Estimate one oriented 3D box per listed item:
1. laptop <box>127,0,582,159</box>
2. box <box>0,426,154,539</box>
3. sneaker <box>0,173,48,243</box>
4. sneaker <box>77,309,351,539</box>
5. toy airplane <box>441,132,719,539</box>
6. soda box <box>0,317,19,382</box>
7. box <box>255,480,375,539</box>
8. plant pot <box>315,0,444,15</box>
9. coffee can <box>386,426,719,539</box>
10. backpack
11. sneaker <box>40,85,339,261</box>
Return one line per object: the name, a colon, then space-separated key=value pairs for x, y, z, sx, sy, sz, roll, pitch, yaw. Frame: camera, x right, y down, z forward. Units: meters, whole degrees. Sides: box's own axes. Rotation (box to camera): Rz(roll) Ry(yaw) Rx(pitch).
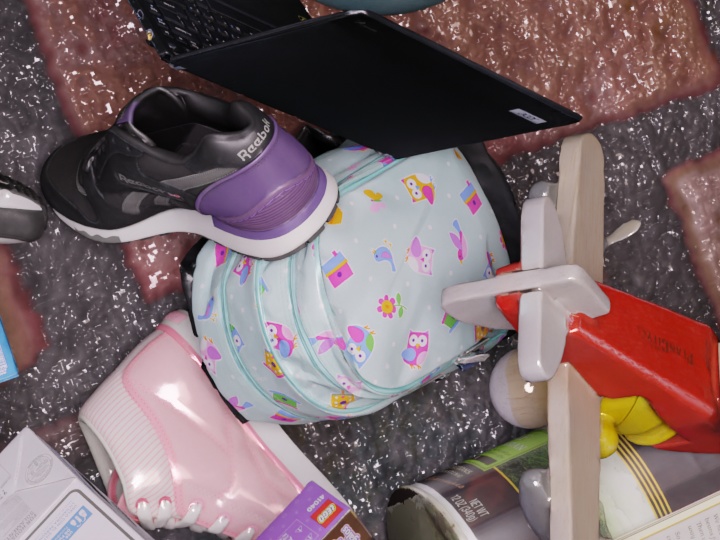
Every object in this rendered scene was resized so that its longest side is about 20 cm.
laptop: x=-0.019 y=-0.130 z=1.119 sx=0.103 sy=0.200 sz=0.177 roll=-46 pitch=142 yaw=20
box: x=-0.143 y=0.187 z=1.180 sx=0.117 sy=0.060 sz=0.200 roll=-46 pitch=131 yaw=-9
sneaker: x=-0.264 y=-0.018 z=1.184 sx=0.199 sy=0.074 sz=0.080 roll=0 pitch=98 yaw=-14
sneaker: x=-0.077 y=0.129 z=1.245 sx=0.105 sy=0.075 sz=0.200 roll=-40 pitch=96 yaw=-20
toy airplane: x=0.113 y=0.047 z=1.179 sx=0.200 sy=0.141 sz=0.199 roll=-35 pitch=98 yaw=-45
soda box: x=-0.285 y=0.057 z=1.170 sx=0.200 sy=0.068 sz=0.064 roll=-19 pitch=97 yaw=-20
box: x=-0.016 y=0.221 z=1.158 sx=0.137 sy=0.039 sz=0.200 roll=-46 pitch=130 yaw=-13
plant pot: x=0.031 y=-0.248 z=1.255 sx=0.199 sy=0.135 sz=0.201 roll=0 pitch=91 yaw=-21
coffee can: x=0.136 y=0.153 z=1.287 sx=0.200 sy=0.146 sz=0.147 roll=-22 pitch=98 yaw=-19
backpack: x=0.000 y=0.000 z=1.223 sx=0.200 sy=0.126 sz=0.167 roll=-30 pitch=96 yaw=-43
sneaker: x=-0.104 y=-0.065 z=1.169 sx=0.088 sy=0.200 sz=0.076 roll=52 pitch=57 yaw=-37
